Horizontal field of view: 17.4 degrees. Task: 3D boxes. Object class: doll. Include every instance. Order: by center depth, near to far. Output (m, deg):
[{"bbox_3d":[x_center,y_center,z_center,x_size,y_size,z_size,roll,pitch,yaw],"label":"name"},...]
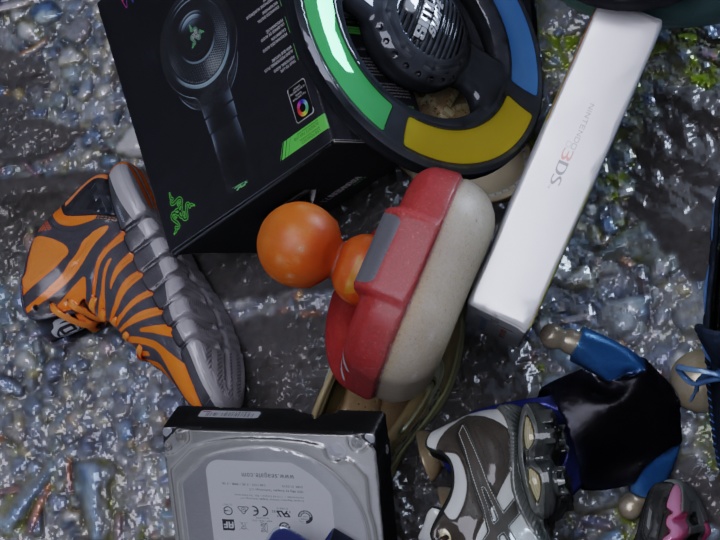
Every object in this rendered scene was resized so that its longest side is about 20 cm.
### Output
[{"bbox_3d":[0.137,0.096,1.472,0.199,0.048,0.137,-20,100,4],"label":"doll"}]

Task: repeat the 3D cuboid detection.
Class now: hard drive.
[{"bbox_3d":[-0.045,0.183,1.470,0.139,0.038,0.201,2,114,14],"label":"hard drive"}]

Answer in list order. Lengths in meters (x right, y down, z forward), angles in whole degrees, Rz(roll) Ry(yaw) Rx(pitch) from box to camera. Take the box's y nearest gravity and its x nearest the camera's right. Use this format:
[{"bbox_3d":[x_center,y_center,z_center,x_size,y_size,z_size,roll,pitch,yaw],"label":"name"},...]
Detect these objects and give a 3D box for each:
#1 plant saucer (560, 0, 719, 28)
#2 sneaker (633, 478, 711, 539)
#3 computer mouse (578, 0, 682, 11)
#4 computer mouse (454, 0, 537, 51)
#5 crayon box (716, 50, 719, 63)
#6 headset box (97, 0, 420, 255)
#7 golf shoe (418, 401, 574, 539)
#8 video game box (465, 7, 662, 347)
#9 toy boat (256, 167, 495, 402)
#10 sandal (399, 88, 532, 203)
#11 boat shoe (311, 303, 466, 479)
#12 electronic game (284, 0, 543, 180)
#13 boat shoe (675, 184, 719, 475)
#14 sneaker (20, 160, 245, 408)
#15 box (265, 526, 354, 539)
[{"bbox_3d":[0.194,-0.197,1.479,0.199,0.200,0.036,7,123,17],"label":"plant saucer"},{"bbox_3d":[0.157,0.223,1.446,0.095,0.079,0.201,8,78,33],"label":"sneaker"},{"bbox_3d":[0.164,-0.213,1.410,0.138,0.200,0.053,4,117,9],"label":"computer mouse"},{"bbox_3d":[0.072,-0.220,1.574,0.058,0.034,0.201,-19,74,13],"label":"computer mouse"},{"bbox_3d":[0.306,-0.144,1.423,0.051,0.200,0.126,17,83,46],"label":"crayon box"},{"bbox_3d":[-0.064,-0.122,1.526,0.174,0.092,0.201,-31,70,41],"label":"headset box"},{"bbox_3d":[0.084,0.180,1.405,0.094,0.078,0.201,-7,67,8],"label":"golf shoe"},{"bbox_3d":[0.121,-0.054,1.445,0.047,0.182,0.201,24,86,2],"label":"video game box"},{"bbox_3d":[0.000,0.000,1.404,0.130,0.200,0.131,23,80,2],"label":"toy boat"},{"bbox_3d":[0.023,-0.125,1.549,0.078,0.070,0.212,-46,71,4],"label":"sandal"},{"bbox_3d":[0.010,0.084,1.515,0.073,0.063,0.201,20,85,20],"label":"boat shoe"},{"bbox_3d":[0.036,-0.150,1.469,0.042,0.199,0.201,-32,68,46],"label":"electronic game"},{"bbox_3d":[0.225,0.039,1.410,0.084,0.068,0.201,-8,84,37],"label":"boat shoe"},{"bbox_3d":[-0.156,0.034,1.575,0.112,0.078,0.201,-34,61,12],"label":"sneaker"},{"bbox_3d":[0.010,0.240,1.440,0.199,0.032,0.121,30,113,-5],"label":"box"}]
